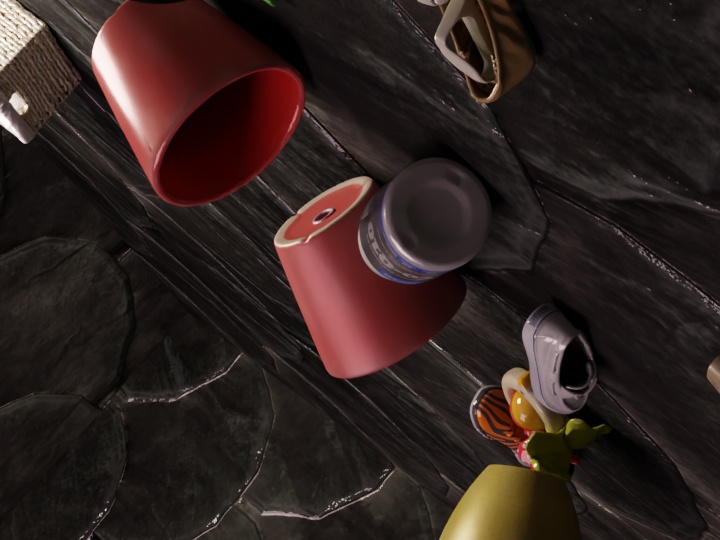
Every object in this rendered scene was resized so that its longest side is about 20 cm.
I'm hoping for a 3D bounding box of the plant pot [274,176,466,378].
[{"bbox_3d":[0.000,0.000,1.721,0.178,0.200,0.200,57,164,-19],"label":"plant pot"}]

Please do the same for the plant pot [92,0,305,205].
[{"bbox_3d":[-0.190,-0.202,1.574,0.178,0.200,0.201,48,172,23],"label":"plant pot"}]

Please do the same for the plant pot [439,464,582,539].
[{"bbox_3d":[0.198,0.326,1.810,0.198,0.144,0.200,13,167,3],"label":"plant pot"}]

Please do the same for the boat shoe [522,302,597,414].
[{"bbox_3d":[0.233,0.116,1.625,0.065,0.074,0.200,38,169,36],"label":"boat shoe"}]

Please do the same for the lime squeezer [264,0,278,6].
[{"bbox_3d":[-0.167,-0.329,1.458,0.199,0.038,0.070,34,-163,31],"label":"lime squeezer"}]

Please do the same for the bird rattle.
[{"bbox_3d":[0.247,0.198,1.903,0.164,0.112,0.200,58,177,1],"label":"bird rattle"}]

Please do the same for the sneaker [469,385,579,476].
[{"bbox_3d":[0.245,0.232,2.038,0.200,0.078,0.112,37,169,-38],"label":"sneaker"}]

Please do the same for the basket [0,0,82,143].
[{"bbox_3d":[-0.614,-0.361,2.459,0.199,0.161,0.199,37,168,24],"label":"basket"}]

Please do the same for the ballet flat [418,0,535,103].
[{"bbox_3d":[0.073,-0.198,1.043,0.068,0.063,0.200,29,162,46],"label":"ballet flat"}]

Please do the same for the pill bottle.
[{"bbox_3d":[0.060,-0.046,1.510,0.114,0.114,0.200,42,168,-3],"label":"pill bottle"}]

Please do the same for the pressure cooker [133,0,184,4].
[{"bbox_3d":[-0.167,-0.311,1.137,0.175,0.179,0.200,35,166,16],"label":"pressure cooker"}]

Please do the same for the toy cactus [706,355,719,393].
[{"bbox_3d":[0.368,0.139,1.265,0.165,0.102,0.200,44,-178,42],"label":"toy cactus"}]
